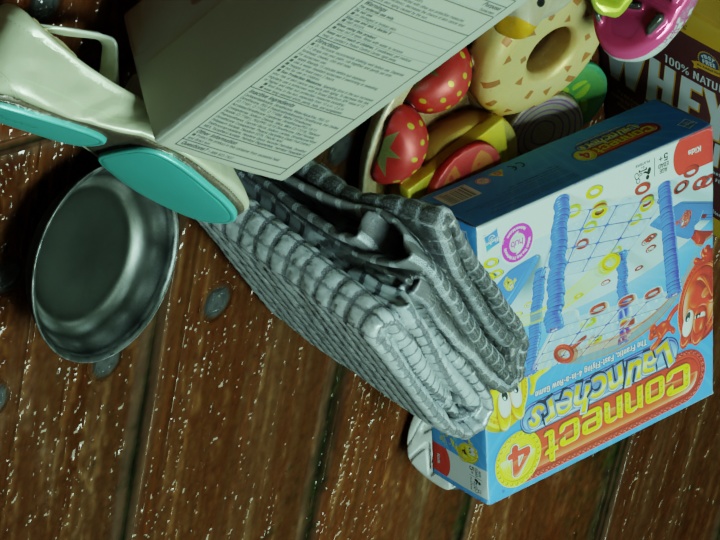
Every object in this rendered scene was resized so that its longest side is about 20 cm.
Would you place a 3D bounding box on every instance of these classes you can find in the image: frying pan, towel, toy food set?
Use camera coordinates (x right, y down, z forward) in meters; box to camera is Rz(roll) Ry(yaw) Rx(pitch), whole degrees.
[{"bbox_3d":[-0.142,-0.041,1.608,0.115,0.031,0.191,-20,121,-47],"label":"frying pan"},{"bbox_3d":[0.000,0.000,1.692,0.086,0.165,0.200,-51,150,-8],"label":"towel"},{"bbox_3d":[0.078,-0.083,1.826,0.200,0.049,0.198,-38,143,-24],"label":"toy food set"}]

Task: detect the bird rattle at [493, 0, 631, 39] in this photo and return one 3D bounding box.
[{"bbox_3d":[0.120,-0.221,1.681,0.163,0.112,0.200,-50,152,-35],"label":"bird rattle"}]

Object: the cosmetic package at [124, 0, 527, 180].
[{"bbox_3d":[-0.015,-0.139,1.508,0.200,0.088,0.103,-34,148,31],"label":"cosmetic package"}]

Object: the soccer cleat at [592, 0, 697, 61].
[{"bbox_3d":[0.198,-0.215,1.803,0.086,0.070,0.201,29,75,-61],"label":"soccer cleat"}]

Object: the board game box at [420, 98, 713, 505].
[{"bbox_3d":[0.132,0.018,1.843,0.200,0.056,0.197,-24,124,-31],"label":"board game box"}]

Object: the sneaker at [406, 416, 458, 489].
[{"bbox_3d":[0.121,0.056,1.972,0.129,0.079,0.200,-3,119,-53],"label":"sneaker"}]

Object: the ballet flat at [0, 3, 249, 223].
[{"bbox_3d":[-0.127,-0.085,1.547,0.200,0.069,0.070,26,97,-44],"label":"ballet flat"}]

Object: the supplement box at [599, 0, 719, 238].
[{"bbox_3d":[0.269,-0.158,1.919,0.197,0.133,0.200,-38,142,-23],"label":"supplement box"}]
